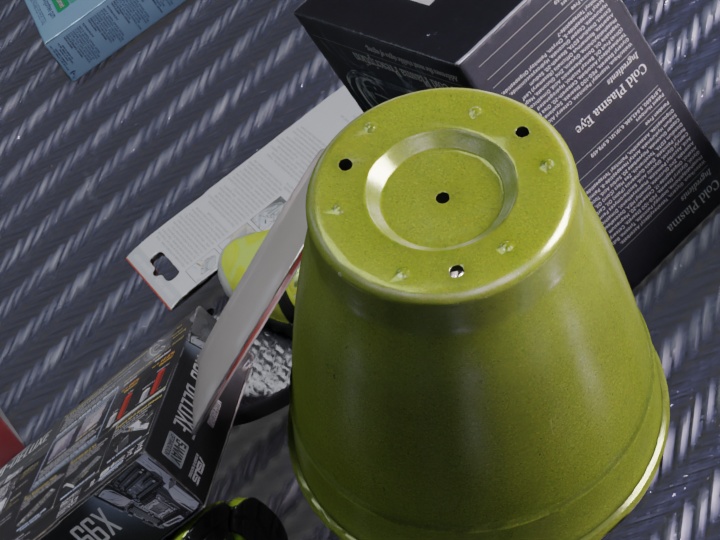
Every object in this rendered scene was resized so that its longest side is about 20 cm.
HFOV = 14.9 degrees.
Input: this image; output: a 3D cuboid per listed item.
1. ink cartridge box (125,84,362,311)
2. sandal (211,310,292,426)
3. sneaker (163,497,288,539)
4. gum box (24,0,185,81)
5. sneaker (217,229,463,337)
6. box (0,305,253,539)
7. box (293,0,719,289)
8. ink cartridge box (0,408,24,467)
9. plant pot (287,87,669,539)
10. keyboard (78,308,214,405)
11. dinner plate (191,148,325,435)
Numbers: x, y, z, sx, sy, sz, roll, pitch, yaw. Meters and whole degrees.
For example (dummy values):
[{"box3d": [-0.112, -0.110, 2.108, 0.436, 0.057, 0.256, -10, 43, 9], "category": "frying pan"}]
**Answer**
[{"box3d": [-0.046, -0.037, 1.764, 0.200, 0.050, 0.109, -38, 28, -5], "category": "ink cartridge box"}, {"box3d": [-0.022, 0.039, 1.642, 0.200, 0.043, 0.076, -28, 51, -4], "category": "sandal"}, {"box3d": [-0.123, 0.205, 1.494, 0.200, 0.074, 0.081, -45, 14, -18], "category": "sneaker"}, {"box3d": [-0.180, -0.255, 2.246, 0.200, 0.045, 0.170, -35, 28, 2], "category": "gum box"}, {"box3d": [0.000, 0.000, 1.583, 0.199, 0.076, 0.076, 10, 60, 32], "category": "sneaker"}, {"box3d": [-0.157, 0.127, 1.562, 0.200, 0.050, 0.158, -39, 17, 25], "category": "box"}, {"box3d": [0.087, -0.099, 1.575, 0.104, 0.182, 0.200, -44, 29, -12], "category": "box"}, {"box3d": [-0.329, 0.137, 1.808, 0.200, 0.068, 0.116, -40, 28, -5], "category": "ink cartridge box"}, {"box3d": [0.049, 0.017, 1.355, 0.199, 0.193, 0.201, -4, 52, 6], "category": "plant pot"}, {"box3d": [-0.129, 0.084, 1.715, 0.200, 0.021, 0.127, -36, 29, -1], "category": "keyboard"}, {"box3d": [-0.045, -0.003, 1.465, 0.201, 0.024, 0.200, -60, 0, 0], "category": "dinner plate"}]
